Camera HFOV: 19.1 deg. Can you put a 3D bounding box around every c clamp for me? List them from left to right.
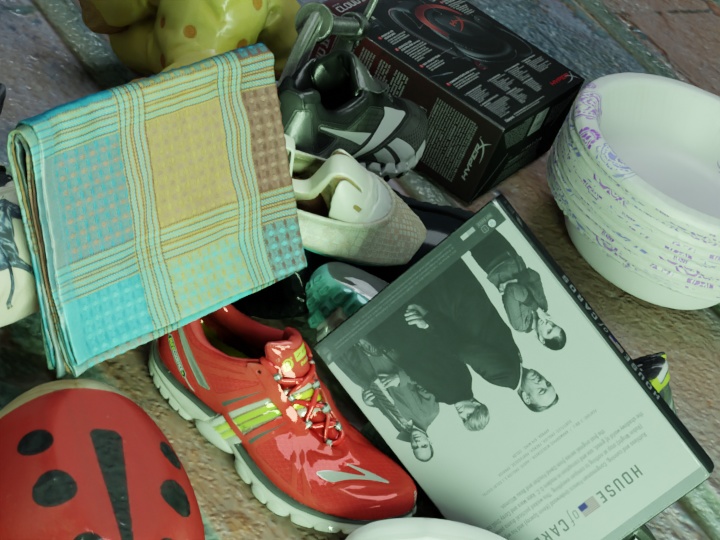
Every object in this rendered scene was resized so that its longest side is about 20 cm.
[{"bbox_3d":[-0.027,-0.152,1.518,0.027,0.172,0.200,24,15,8],"label":"c clamp"}]

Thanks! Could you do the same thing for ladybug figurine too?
[{"bbox_3d":[-0.143,0.129,1.150,0.135,0.072,0.201,6,38,-28],"label":"ladybug figurine"}]

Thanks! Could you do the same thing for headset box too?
[{"bbox_3d":[0.052,-0.156,1.675,0.200,0.075,0.149,35,34,15],"label":"headset box"}]

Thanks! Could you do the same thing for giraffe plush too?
[{"bbox_3d":[-0.112,-0.132,1.486,0.172,0.200,0.163,22,65,-29],"label":"giraffe plush"}]

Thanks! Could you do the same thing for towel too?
[{"bbox_3d":[-0.111,-0.039,1.229,0.022,0.148,0.199,6,21,43],"label":"towel"}]

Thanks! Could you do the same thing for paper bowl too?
[{"bbox_3d":[0.234,-0.050,1.609,0.199,0.105,0.201,18,34,-12],"label":"paper bowl"}]

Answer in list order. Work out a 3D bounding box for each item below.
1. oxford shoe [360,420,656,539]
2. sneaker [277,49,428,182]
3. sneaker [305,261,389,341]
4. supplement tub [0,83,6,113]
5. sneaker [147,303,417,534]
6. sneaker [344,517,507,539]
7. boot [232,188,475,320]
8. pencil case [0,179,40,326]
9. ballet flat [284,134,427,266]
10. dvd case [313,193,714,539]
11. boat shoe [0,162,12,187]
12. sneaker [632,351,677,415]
[{"bbox_3d":[0.102,0.127,1.319,0.199,0.073,0.084,31,30,8],"label":"oxford shoe"},{"bbox_3d":[-0.004,-0.107,1.446,0.066,0.091,0.200,25,24,25],"label":"sneaker"},{"bbox_3d":[0.053,0.037,1.371,0.199,0.077,0.092,30,56,-23],"label":"sneaker"},{"bbox_3d":[-0.328,-0.122,1.348,0.199,0.107,0.107,22,33,-5],"label":"supplement tub"},{"bbox_3d":[-0.046,0.080,1.273,0.200,0.085,0.077,36,36,18],"label":"sneaker"},{"bbox_3d":[0.079,0.204,1.193,0.199,0.074,0.082,22,30,-4],"label":"sneaker"},{"bbox_3d":[0.000,0.000,1.419,0.199,0.077,0.168,28,29,17],"label":"boot"},{"bbox_3d":[-0.188,-0.022,1.234,0.078,0.090,0.200,30,30,22],"label":"pencil case"},{"bbox_3d":[-0.039,-0.052,1.335,0.199,0.062,0.068,14,46,-21],"label":"ballet flat"},{"bbox_3d":[0.087,0.079,1.249,0.200,0.150,0.025,52,22,2],"label":"dvd case"},{"bbox_3d":[-0.258,0.001,1.253,0.066,0.075,0.199,41,36,7],"label":"boat shoe"},{"bbox_3d":[0.172,0.099,1.343,0.200,0.073,0.081,-9,82,-75],"label":"sneaker"}]
